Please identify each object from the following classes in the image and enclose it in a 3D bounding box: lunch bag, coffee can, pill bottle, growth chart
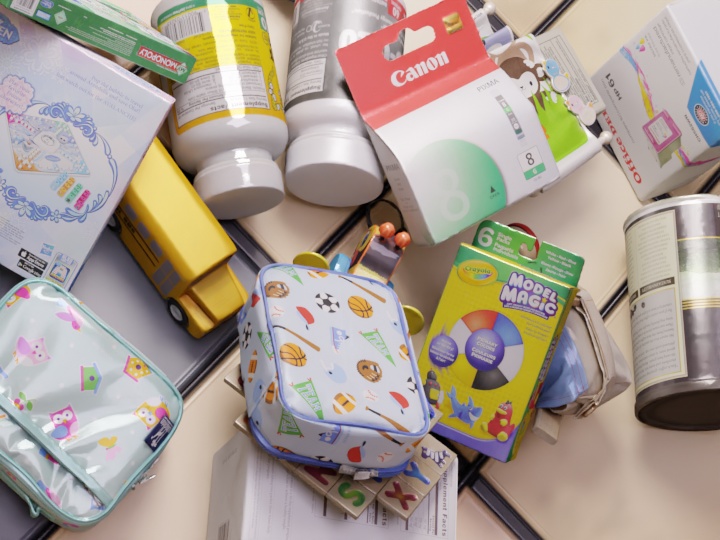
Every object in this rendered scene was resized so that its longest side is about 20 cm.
[{"bbox_3d":[-0.020,0.088,1.512,0.159,0.076,0.201,12,42,-23],"label":"lunch bag"},{"bbox_3d":[0.340,0.044,1.755,0.145,0.146,0.202,7,68,-21],"label":"coffee can"},{"bbox_3d":[-0.016,-0.173,1.700,0.113,0.114,0.202,13,66,-19],"label":"pill bottle"},{"bbox_3d":[-0.259,0.120,1.503,0.200,0.077,0.161,42,65,-3],"label":"lunch bag"},{"bbox_3d":[-0.129,-0.157,1.647,0.112,0.113,0.202,-4,72,-24],"label":"pill bottle"},{"bbox_3d":[0.154,-0.172,1.746,0.200,0.018,0.145,48,61,-5],"label":"growth chart"}]

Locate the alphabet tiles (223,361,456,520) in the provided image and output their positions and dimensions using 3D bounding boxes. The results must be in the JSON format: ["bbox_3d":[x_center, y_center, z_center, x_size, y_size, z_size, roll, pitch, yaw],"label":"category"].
[{"bbox_3d":[-0.016,0.129,1.532,0.199,0.006,0.166,36,41,9],"label":"alphabet tiles"}]

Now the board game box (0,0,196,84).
[{"bbox_3d":[-0.256,-0.232,1.561,0.199,0.134,0.029,20,101,-43],"label":"board game box"}]

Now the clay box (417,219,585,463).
[{"bbox_3d":[0.123,0.063,1.631,0.114,0.048,0.202,21,97,17],"label":"clay box"}]

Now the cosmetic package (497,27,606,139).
[{"bbox_3d":[0.141,-0.159,1.787,0.199,0.073,0.104,-26,83,-29],"label":"cosmetic package"}]

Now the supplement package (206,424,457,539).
[{"bbox_3d":[-0.025,0.215,1.551,0.198,0.114,0.111,12,65,-18],"label":"supplement package"}]

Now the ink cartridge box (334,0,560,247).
[{"bbox_3d":[0.085,-0.145,1.649,0.160,0.050,0.202,-28,102,-26],"label":"ink cartridge box"}]

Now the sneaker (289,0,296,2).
[{"bbox_3d":[-0.047,-0.361,1.779,0.145,0.077,0.204,5,70,-25],"label":"sneaker"}]

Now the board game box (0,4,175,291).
[{"bbox_3d":[-0.295,-0.112,1.530,0.199,0.043,0.200,30,100,-7],"label":"board game box"}]

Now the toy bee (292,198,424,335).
[{"bbox_3d":[0.000,0.000,1.647,0.130,0.109,0.202,9,68,-18],"label":"toy bee"}]

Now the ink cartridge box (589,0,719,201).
[{"bbox_3d":[0.329,-0.178,1.805,0.084,0.200,0.146,-22,80,-24],"label":"ink cartridge box"}]

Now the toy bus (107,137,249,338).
[{"bbox_3d":[-0.177,-0.040,1.602,0.065,0.078,0.201,-34,87,-29],"label":"toy bus"}]

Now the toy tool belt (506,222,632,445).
[{"bbox_3d":[0.163,0.060,1.688,0.122,0.125,0.201,-29,83,-38],"label":"toy tool belt"}]
